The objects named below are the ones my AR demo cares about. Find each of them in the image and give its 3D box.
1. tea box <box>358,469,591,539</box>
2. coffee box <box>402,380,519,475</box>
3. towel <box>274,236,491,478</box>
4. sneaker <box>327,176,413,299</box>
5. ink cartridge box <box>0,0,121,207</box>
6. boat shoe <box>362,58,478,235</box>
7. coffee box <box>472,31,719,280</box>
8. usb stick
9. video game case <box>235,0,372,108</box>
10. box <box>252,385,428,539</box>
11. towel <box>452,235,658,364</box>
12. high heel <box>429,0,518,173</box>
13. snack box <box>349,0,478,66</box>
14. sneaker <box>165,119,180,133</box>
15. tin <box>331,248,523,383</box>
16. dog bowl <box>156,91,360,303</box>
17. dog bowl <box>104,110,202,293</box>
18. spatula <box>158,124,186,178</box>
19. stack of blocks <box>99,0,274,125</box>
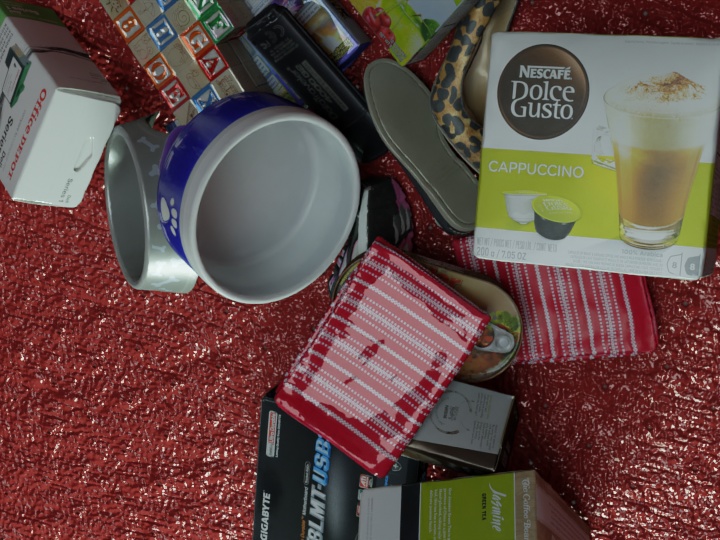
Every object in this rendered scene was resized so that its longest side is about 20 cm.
[{"bbox_3d":[0.124,0.310,1.245,0.195,0.200,0.135,-10,58,23],"label":"tea box"},{"bbox_3d":[0.060,0.153,1.261,0.198,0.114,0.081,14,77,15],"label":"coffee box"},{"bbox_3d":[0.018,0.088,1.193,0.144,0.022,0.201,35,101,10],"label":"towel"},{"bbox_3d":[0.000,0.000,1.296,0.086,0.080,0.203,7,99,39],"label":"sneaker"},{"bbox_3d":[-0.361,-0.186,1.336,0.200,0.084,0.147,48,120,38],"label":"ink cartridge box"},{"bbox_3d":[0.058,-0.122,1.239,0.201,0.072,0.063,58,161,3],"label":"boat shoe"},{"bbox_3d":[0.225,-0.102,1.087,0.197,0.200,0.200,6,93,20],"label":"coffee box"},{"bbox_3d":[-0.038,-0.188,1.234,0.055,0.033,0.200,-29,122,28],"label":"usb stick"},{"bbox_3d":[-0.116,-0.245,1.288,0.200,0.045,0.182,-41,87,26],"label":"video game case"},{"bbox_3d":[-0.025,0.251,1.390,0.196,0.050,0.202,12,108,17],"label":"box"},{"bbox_3d":[0.200,0.025,1.242,0.198,0.022,0.146,-7,101,23],"label":"towel"},{"bbox_3d":[0.134,-0.195,1.185,0.142,0.071,0.202,-29,84,32],"label":"high heel"},{"bbox_3d":[0.032,-0.318,1.143,0.201,0.053,0.142,52,125,8],"label":"snack box"},{"bbox_3d":[-0.173,-0.070,1.340,0.115,0.081,0.201,-31,93,24],"label":"sneaker"},{"bbox_3d":[0.069,0.043,1.232,0.198,0.042,0.113,18,110,-2],"label":"tin"},{"bbox_3d":[-0.101,-0.074,1.210,0.079,0.198,0.202,35,119,45],"label":"dog bowl"},{"bbox_3d":[-0.230,-0.071,1.308,0.200,0.058,0.203,171,90,-66],"label":"dog bowl"},{"bbox_3d":[-0.135,-0.106,1.258,0.020,0.199,0.057,16,92,31],"label":"spatula"},{"bbox_3d":[-0.167,-0.235,1.253,0.115,0.059,0.201,-32,92,26],"label":"stack of blocks"}]
